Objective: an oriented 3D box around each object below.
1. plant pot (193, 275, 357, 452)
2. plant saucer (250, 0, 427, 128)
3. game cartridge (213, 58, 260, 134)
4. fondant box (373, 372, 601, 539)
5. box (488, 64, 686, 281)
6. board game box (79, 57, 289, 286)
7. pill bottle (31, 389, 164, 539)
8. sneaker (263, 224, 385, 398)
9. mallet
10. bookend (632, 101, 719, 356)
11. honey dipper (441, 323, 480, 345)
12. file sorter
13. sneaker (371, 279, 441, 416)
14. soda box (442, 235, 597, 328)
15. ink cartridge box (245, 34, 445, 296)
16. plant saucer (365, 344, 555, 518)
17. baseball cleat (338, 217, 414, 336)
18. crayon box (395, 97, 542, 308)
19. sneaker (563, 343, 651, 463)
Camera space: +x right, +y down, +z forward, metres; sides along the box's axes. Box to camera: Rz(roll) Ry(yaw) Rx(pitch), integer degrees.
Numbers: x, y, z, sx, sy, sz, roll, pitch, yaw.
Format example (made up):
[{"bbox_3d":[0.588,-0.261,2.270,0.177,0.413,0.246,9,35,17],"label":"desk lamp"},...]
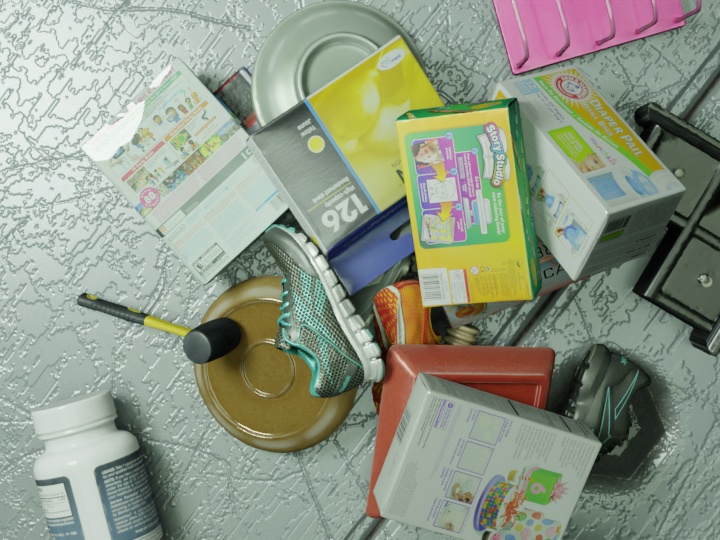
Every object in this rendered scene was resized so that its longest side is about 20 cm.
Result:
[{"bbox_3d":[-0.099,0.107,1.421,0.199,0.027,0.201,2,98,17],"label":"plant pot"},{"bbox_3d":[-0.020,-0.202,1.402,0.199,0.050,0.201,1,85,-7],"label":"plant saucer"},{"bbox_3d":[-0.138,-0.134,1.437,0.200,0.038,0.130,-42,95,3],"label":"game cartridge"},{"bbox_3d":[0.131,0.207,1.338,0.199,0.058,0.145,18,102,-12],"label":"fondant box"},{"bbox_3d":[0.221,-0.106,1.333,0.112,0.102,0.200,-17,56,-29],"label":"box"},{"bbox_3d":[-0.181,-0.106,1.393,0.147,0.064,0.200,-41,92,2],"label":"board game box"},{"bbox_3d":[-0.293,0.240,1.415,0.119,0.120,0.201,-14,92,2],"label":"pill bottle"},{"bbox_3d":[-0.057,0.046,1.347,0.091,0.078,0.201,-30,80,-14],"label":"sneaker"},{"bbox_3d":[-0.232,0.059,1.408,0.199,0.066,0.041,13,108,17],"label":"mallet"},{"bbox_3d":[0.344,-0.046,1.396,0.199,0.092,0.199,31,93,1],"label":"bookend"},{"bbox_3d":[0.084,0.154,1.444,0.038,0.038,0.201,20,97,1],"label":"honey dipper"},{"bbox_3d":[0.246,-0.309,1.371,0.199,0.125,0.140,-16,92,2],"label":"file sorter"},{"bbox_3d":[0.057,0.105,1.405,0.077,0.073,0.201,-13,122,-28],"label":"sneaker"},{"bbox_3d":[0.177,-0.011,1.405,0.199,0.064,0.069,-21,53,2],"label":"soda box"},{"bbox_3d":[0.014,-0.110,1.357,0.197,0.047,0.200,-35,93,-10],"label":"ink cartridge box"},{"bbox_3d":[0.115,0.182,1.389,0.198,0.037,0.201,2,106,-19],"label":"plant saucer"},{"bbox_3d":[0.000,0.000,1.420,0.106,0.070,0.201,26,92,0],"label":"baseball cleat"},{"bbox_3d":[0.112,-0.067,1.307,0.118,0.058,0.201,-5,103,19],"label":"crayon box"},{"bbox_3d":[0.254,0.185,1.418,0.079,0.075,0.201,23,93,-2],"label":"sneaker"}]
